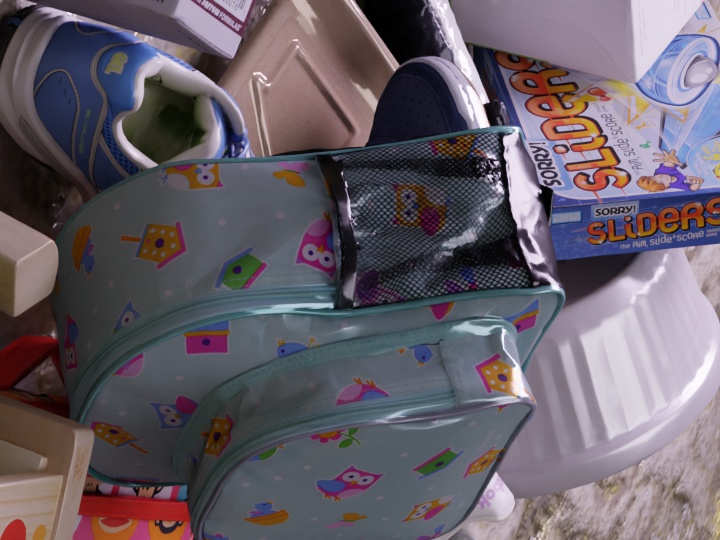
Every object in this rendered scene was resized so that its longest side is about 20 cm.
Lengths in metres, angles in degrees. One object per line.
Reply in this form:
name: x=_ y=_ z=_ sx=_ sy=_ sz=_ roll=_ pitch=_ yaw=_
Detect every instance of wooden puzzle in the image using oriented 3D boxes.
wooden puzzle: x=-0.037 y=-0.012 z=1.411 sx=0.200 sy=0.046 sz=0.185 roll=-55 pitch=129 yaw=-23

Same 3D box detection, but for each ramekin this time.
ramekin: x=0.087 y=0.025 z=1.562 sx=0.202 sy=0.202 sz=0.095 roll=-47 pitch=133 yaw=-41

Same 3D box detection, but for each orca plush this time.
orca plush: x=0.022 y=-0.093 z=1.494 sx=0.071 sy=0.105 sz=0.200 roll=-27 pitch=138 yaw=-11

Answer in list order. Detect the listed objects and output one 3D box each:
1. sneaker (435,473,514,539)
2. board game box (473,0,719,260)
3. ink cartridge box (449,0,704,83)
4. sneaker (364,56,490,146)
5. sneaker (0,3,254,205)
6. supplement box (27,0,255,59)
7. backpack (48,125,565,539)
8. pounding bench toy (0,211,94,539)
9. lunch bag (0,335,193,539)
sneaker: x=0.002 y=0.151 z=1.511 sx=0.200 sy=0.100 sz=0.075 roll=-50 pitch=180 yaw=38
board game box: x=0.142 y=-0.077 z=1.554 sx=0.200 sy=0.135 sz=0.035 roll=-107 pitch=-168 yaw=-56
ink cartridge box: x=0.144 y=-0.194 z=1.612 sx=0.200 sy=0.117 sz=0.068 roll=-49 pitch=144 yaw=-39
sneaker: x=0.000 y=0.000 z=1.368 sx=0.108 sy=0.070 sz=0.201 roll=-2 pitch=101 yaw=-46
sneaker: x=-0.080 y=-0.040 z=1.275 sx=0.200 sy=0.077 sz=0.076 roll=42 pitch=66 yaw=-48
supplement box: x=-0.072 y=-0.198 z=1.196 sx=0.061 sy=0.108 sz=0.201 roll=31 pitch=77 yaw=-63
backpack: x=-0.029 y=0.032 z=1.219 sx=0.176 sy=0.199 sz=0.154 roll=117 pitch=-28 yaw=-59
pounding bench toy: x=-0.196 y=0.071 z=1.104 sx=0.156 sy=0.124 sz=0.201 roll=-2 pitch=107 yaw=-62
lunch bag: x=-0.148 y=0.117 z=1.286 sx=0.200 sy=0.082 sz=0.177 roll=13 pitch=90 yaw=-63
